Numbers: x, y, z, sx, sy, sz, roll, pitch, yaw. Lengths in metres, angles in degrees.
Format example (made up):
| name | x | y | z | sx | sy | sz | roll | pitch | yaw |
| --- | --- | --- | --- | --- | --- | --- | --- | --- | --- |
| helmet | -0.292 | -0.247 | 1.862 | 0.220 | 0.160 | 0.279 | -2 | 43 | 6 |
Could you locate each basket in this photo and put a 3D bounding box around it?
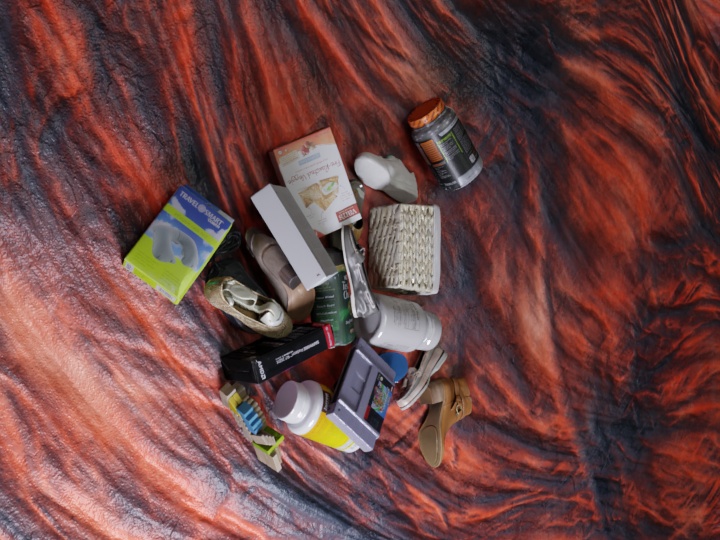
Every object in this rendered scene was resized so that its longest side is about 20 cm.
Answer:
| name | x | y | z | sx | sy | sz | roll | pitch | yaw |
| --- | --- | --- | --- | --- | --- | --- | --- | --- | --- |
| basket | 0.095 | -0.050 | 1.688 | 0.121 | 0.134 | 0.206 | 5 | 84 | -36 |

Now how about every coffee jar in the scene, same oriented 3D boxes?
| name | x | y | z | sx | sy | sz | roll | pitch | yaw |
| --- | --- | --- | --- | --- | --- | --- | --- | --- | --- |
| coffee jar | -0.065 | 0.054 | 1.559 | 0.104 | 0.083 | 0.206 | -21 | 104 | -76 |

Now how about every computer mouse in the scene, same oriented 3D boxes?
| name | x | y | z | sx | sy | sz | roll | pitch | yaw |
| --- | --- | --- | --- | --- | --- | --- | --- | --- | --- |
| computer mouse | -0.244 | 0.034 | 1.443 | 0.138 | 0.052 | 0.202 | -40 | 103 | -37 |

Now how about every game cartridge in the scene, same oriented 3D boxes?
| name | x | y | z | sx | sy | sz | roll | pitch | yaw |
| --- | --- | --- | --- | --- | --- | --- | --- | --- | --- |
| game cartridge | 0.007 | 0.254 | 1.538 | 0.129 | 0.038 | 0.202 | 42 | 43 | -20 |

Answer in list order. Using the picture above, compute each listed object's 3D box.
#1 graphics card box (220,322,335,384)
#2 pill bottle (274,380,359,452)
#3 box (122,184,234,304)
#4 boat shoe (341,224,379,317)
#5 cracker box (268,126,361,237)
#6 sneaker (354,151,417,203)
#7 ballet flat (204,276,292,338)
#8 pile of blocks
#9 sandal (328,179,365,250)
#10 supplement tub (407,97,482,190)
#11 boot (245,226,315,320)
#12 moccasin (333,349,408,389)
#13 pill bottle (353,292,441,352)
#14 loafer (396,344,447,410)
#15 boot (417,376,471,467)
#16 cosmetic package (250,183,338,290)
| name | x | y | z | sx | sy | sz | roll | pitch | yaw |
| --- | --- | --- | --- | --- | --- | --- | --- | --- | --- |
| graphics card box | -0.160 | 0.158 | 1.456 | 0.197 | 0.124 | 0.052 | -22 | 102 | -40 |
| pill bottle | -0.079 | 0.294 | 1.528 | 0.198 | 0.108 | 0.112 | 29 | 69 | -36 |
| box | -0.323 | -0.056 | 1.355 | 0.121 | 0.048 | 0.202 | 36 | 64 | -10 |
| boat shoe | 0.000 | 0.000 | 1.565 | 0.067 | 0.055 | 0.205 | -73 | 156 | -72 |
| cracker box | -0.094 | -0.177 | 1.548 | 0.132 | 0.058 | 0.204 | -24 | 105 | -15 |
| sneaker | 0.058 | -0.234 | 1.717 | 0.198 | 0.074 | 0.091 | 29 | 56 | -42 |
| ballet flat | -0.198 | 0.069 | 1.393 | 0.197 | 0.065 | 0.072 | 27 | 58 | -30 |
| pile of blocks | -0.195 | 0.291 | 1.445 | 0.062 | 0.081 | 0.203 | -42 | 113 | -33 |
| sandal | -0.018 | -0.105 | 1.641 | 0.081 | 0.054 | 0.205 | 26 | 71 | -37 |
| supplement tub | 0.202 | -0.307 | 1.802 | 0.123 | 0.121 | 0.202 | -51 | 119 | -30 |
| boot | -0.162 | 0.001 | 1.471 | 0.070 | 0.146 | 0.202 | -36 | 154 | -18 |
| moccasin | 0.020 | 0.223 | 1.649 | 0.197 | 0.067 | 0.083 | -7 | 84 | -41 |
| pill bottle | 0.087 | 0.122 | 1.680 | 0.197 | 0.113 | 0.118 | 14 | 78 | -40 |
| loafer | 0.133 | 0.240 | 1.753 | 0.063 | 0.072 | 0.200 | 49 | 50 | -7 |
| boot | 0.209 | 0.361 | 1.810 | 0.153 | 0.076 | 0.206 | -2 | 82 | -45 |
| cosmetic package | -0.123 | -0.065 | 1.430 | 0.051 | 0.151 | 0.203 | -32 | 89 | 5 |
